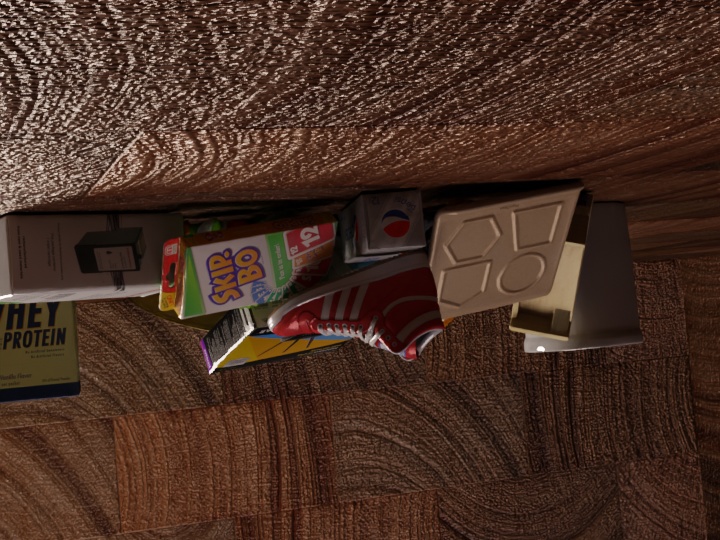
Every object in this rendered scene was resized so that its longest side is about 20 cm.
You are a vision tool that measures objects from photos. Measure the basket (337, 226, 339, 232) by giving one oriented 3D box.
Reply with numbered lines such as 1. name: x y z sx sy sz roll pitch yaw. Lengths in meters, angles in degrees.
1. basket: 0.023 0.000 1.656 0.199 0.137 0.123 -6 173 17

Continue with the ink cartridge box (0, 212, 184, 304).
1. ink cartridge box: -0.308 -0.012 1.275 0.199 0.085 0.146 -3 175 -36

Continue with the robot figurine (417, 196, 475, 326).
1. robot figurine: 0.108 -0.012 1.424 0.144 0.058 0.200 10 128 -37

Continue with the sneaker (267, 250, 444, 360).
1. sneaker: -0.003 0.064 1.316 0.199 0.113 0.071 -22 166 12

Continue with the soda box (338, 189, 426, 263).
1. soda box: 0.022 -0.048 1.353 0.068 0.064 0.200 -5 177 -10

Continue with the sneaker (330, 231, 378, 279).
1. sneaker: 0.000 0.000 1.561 0.199 0.081 0.076 17 -173 30

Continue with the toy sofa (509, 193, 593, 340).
1. toy sofa: 0.245 -0.010 1.517 0.082 0.098 0.201 10 140 10

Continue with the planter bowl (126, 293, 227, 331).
1. planter bowl: -0.225 0.013 1.643 0.199 0.084 0.200 16 -168 -4

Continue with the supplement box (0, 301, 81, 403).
1. supplement box: -0.467 0.079 1.646 0.133 0.201 0.200 -4 177 -13

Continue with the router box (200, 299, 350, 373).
1. router box: -0.083 0.067 1.483 0.199 0.051 0.149 -8 159 -35

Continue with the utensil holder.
1. utensil holder: 0.312 0.011 1.686 0.169 0.201 0.170 -5 178 0

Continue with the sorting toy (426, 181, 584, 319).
1. sorting toy: 0.156 -0.023 1.369 0.184 0.037 0.201 -12 140 -20

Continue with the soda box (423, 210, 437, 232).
1. soda box: 0.160 -0.041 1.550 0.199 0.069 0.063 -3 -161 -37

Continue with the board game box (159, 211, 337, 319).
1. board game box: -0.122 -0.005 1.282 0.199 0.096 0.030 -9 -142 -26

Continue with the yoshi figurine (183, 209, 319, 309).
1. yoshi figurine: -0.125 -0.019 1.376 0.199 0.113 0.112 -8 -168 3
